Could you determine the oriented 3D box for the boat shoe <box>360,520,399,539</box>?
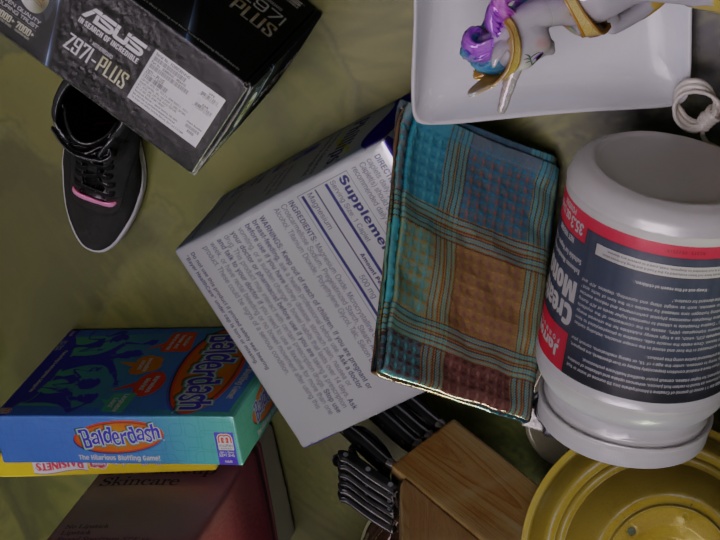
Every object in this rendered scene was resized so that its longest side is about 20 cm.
[{"bbox_3d":[0.018,0.264,1.720,0.074,0.075,0.203,25,120,5],"label":"boat shoe"}]

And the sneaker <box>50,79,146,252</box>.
[{"bbox_3d":[-0.204,-0.089,1.609,0.070,0.099,0.201,18,120,7],"label":"sneaker"}]

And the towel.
[{"bbox_3d":[0.076,-0.007,1.490,0.146,0.201,0.022,19,158,-33],"label":"towel"}]

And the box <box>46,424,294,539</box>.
[{"bbox_3d":[-0.148,0.213,1.677,0.127,0.200,0.110,-2,114,18],"label":"box"}]

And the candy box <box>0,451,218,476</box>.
[{"bbox_3d":[-0.190,0.131,1.708,0.199,0.102,0.027,-4,114,19],"label":"candy box"}]

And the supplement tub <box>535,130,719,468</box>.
[{"bbox_3d":[0.196,0.019,1.459,0.139,0.140,0.201,14,118,11],"label":"supplement tub"}]

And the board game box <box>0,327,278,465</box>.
[{"bbox_3d":[-0.162,0.096,1.654,0.199,0.152,0.045,-1,114,18],"label":"board game box"}]

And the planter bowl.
[{"bbox_3d":[0.213,0.207,1.497,0.199,0.083,0.202,0,89,3],"label":"planter bowl"}]

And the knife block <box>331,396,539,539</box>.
[{"bbox_3d":[0.077,0.160,1.622,0.199,0.176,0.064,1,138,0],"label":"knife block"}]

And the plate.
[{"bbox_3d":[0.129,-0.204,1.452,0.199,0.032,0.201,-5,113,-7],"label":"plate"}]

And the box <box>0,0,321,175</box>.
[{"bbox_3d":[-0.149,-0.184,1.509,0.200,0.164,0.086,36,120,-1],"label":"box"}]

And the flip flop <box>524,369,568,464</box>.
[{"bbox_3d":[0.194,0.075,1.583,0.081,0.058,0.200,45,119,-6],"label":"flip flop"}]

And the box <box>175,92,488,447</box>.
[{"bbox_3d":[0.000,0.000,1.582,0.199,0.105,0.184,-26,104,27],"label":"box"}]

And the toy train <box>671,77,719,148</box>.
[{"bbox_3d":[0.321,-0.124,1.454,0.199,0.056,0.151,-30,90,31],"label":"toy train"}]

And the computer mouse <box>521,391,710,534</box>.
[{"bbox_3d":[0.176,0.178,1.607,0.138,0.053,0.201,14,137,4],"label":"computer mouse"}]

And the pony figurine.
[{"bbox_3d":[0.145,-0.212,1.366,0.199,0.167,0.194,-22,124,-17],"label":"pony figurine"}]
